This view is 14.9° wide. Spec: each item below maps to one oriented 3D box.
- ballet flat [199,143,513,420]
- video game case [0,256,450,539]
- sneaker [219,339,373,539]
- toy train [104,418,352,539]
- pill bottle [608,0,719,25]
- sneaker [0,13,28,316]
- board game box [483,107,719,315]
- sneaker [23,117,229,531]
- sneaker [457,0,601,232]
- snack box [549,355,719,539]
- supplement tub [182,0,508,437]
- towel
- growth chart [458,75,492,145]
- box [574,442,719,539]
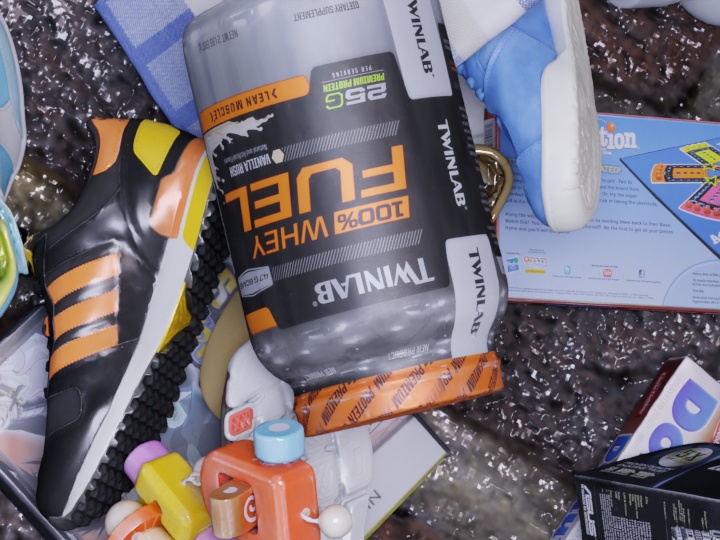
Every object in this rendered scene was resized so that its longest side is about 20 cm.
[{"bbox_3d":[0.000,0.000,1.356,0.200,0.063,0.069,-45,104,-24],"label":"ballet flat"},{"bbox_3d":[-0.082,0.079,1.363,0.181,0.025,0.200,-44,99,-19],"label":"video game case"},{"bbox_3d":[-0.037,0.131,1.314,0.077,0.082,0.200,-8,85,-27],"label":"sneaker"},{"bbox_3d":[-0.068,0.155,1.250,0.056,0.150,0.200,-18,117,-36],"label":"toy train"},{"bbox_3d":[0.225,-0.188,1.460,0.200,0.111,0.111,-7,86,-20],"label":"pill bottle"},{"bbox_3d":[-0.188,-0.045,1.283,0.079,0.131,0.200,7,81,-17],"label":"sneaker"},{"bbox_3d":[0.157,-0.030,1.458,0.200,0.019,0.103,4,85,-24],"label":"board game box"},{"bbox_3d":[-0.127,0.022,1.316,0.090,0.070,0.200,20,83,13],"label":"sneaker"},{"bbox_3d":[0.054,-0.106,1.365,0.111,0.077,0.200,-10,71,12],"label":"sneaker"},{"bbox_3d":[0.139,0.145,1.434,0.072,0.024,0.200,39,73,-13],"label":"snack box"},{"bbox_3d":[-0.003,-0.031,1.259,0.122,0.123,0.200,-12,85,-21],"label":"supplement tub"},{"bbox_3d":[-0.020,-0.136,1.341,0.200,0.024,0.147,-37,78,16],"label":"towel"},{"bbox_3d":[0.012,-0.121,1.425,0.145,0.018,0.200,-4,85,-20],"label":"growth chart"},{"bbox_3d":[0.195,0.195,1.354,0.086,0.164,0.200,-11,97,-29],"label":"box"}]
